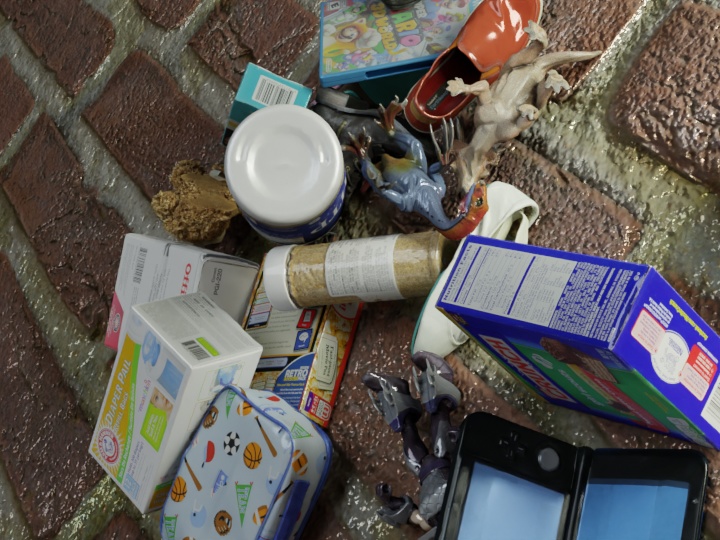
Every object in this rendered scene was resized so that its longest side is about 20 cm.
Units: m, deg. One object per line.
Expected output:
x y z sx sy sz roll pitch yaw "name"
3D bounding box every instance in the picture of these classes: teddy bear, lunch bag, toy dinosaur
-0.193 -0.083 1.598 0.200 0.143 0.068 -131 43 -56 "teddy bear"
-0.114 0.228 1.278 0.160 0.075 0.202 29 100 43 "lunch bag"
0.151 -0.170 1.307 0.200 0.086 0.136 -42 -10 -13 "toy dinosaur"
0.064 -0.089 1.278 0.104 0.200 0.182 -34 66 -3 "toy dinosaur"

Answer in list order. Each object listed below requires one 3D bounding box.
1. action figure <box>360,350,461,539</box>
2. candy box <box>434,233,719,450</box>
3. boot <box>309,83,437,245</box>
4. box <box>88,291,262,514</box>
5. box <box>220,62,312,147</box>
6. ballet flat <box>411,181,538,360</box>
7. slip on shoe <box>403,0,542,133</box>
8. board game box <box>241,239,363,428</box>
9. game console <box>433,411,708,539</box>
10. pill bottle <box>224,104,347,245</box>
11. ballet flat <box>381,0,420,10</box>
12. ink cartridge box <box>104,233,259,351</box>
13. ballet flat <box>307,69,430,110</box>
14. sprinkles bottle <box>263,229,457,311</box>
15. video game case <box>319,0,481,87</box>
0.063 0.171 1.153 0.129 0.069 0.201 -35 44 19 "action figure"
0.182 0.055 1.017 0.199 0.169 0.078 14 69 53 "candy box"
-0.012 -0.104 1.452 0.199 0.069 0.176 29 101 37 "boot"
-0.200 0.141 1.359 0.112 0.101 0.202 39 122 31 "box"
-0.116 -0.183 1.533 0.200 0.081 0.050 137 155 -76 "box"
0.114 0.008 1.228 0.069 0.069 0.202 12 72 51 "ballet flat"
0.123 -0.229 1.361 0.200 0.074 0.061 -47 2 0 "slip on shoe"
-0.073 0.072 1.398 0.150 0.046 0.202 -7 58 46 "board game box"
0.154 0.215 0.980 0.118 0.169 0.202 137 152 -62 "game console"
-0.072 -0.090 1.328 0.121 0.119 0.200 -60 -5 -6 "pill bottle"
0.100 -0.368 1.475 0.199 0.057 0.066 -36 45 -21 "ballet flat"
-0.216 0.043 1.523 0.199 0.084 0.148 14 93 54 "ink cartridge box"
0.011 -0.219 1.516 0.199 0.069 0.072 -28 25 34 "ballet flat"
0.000 0.000 1.303 0.197 0.068 0.069 -6 57 24 "sprinkles bottle"
0.050 -0.278 1.458 0.197 0.018 0.144 -9 47 9 "video game case"
